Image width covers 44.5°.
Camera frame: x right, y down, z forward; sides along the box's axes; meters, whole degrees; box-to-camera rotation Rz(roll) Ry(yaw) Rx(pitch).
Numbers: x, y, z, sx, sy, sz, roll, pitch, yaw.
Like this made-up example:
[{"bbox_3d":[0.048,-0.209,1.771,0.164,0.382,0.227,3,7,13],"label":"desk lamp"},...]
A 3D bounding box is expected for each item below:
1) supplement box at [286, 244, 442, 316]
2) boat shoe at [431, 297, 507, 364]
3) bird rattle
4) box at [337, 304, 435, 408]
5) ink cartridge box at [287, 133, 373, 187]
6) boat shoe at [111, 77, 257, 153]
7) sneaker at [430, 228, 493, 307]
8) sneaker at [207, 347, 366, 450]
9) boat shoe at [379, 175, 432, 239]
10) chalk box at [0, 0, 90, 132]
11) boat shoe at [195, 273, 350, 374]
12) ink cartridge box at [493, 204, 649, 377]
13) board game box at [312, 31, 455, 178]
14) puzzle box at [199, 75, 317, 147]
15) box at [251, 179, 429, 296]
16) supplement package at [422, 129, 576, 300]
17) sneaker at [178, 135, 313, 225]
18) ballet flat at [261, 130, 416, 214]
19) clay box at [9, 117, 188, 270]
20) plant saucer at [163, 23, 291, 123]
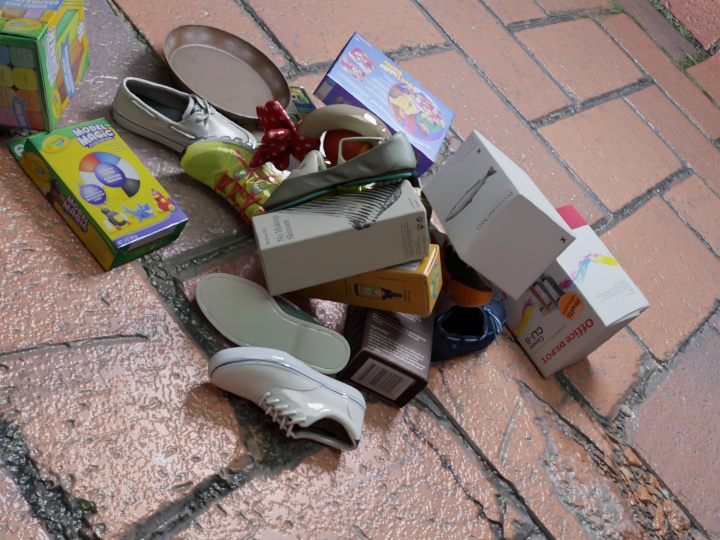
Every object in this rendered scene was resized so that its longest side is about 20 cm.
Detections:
[{"bbox_3d":[0.000,0.000,1.098,0.198,0.067,0.069,10,42,21],"label":"supplement box"},{"bbox_3d":[0.157,0.079,1.235,0.084,0.069,0.199,49,40,10],"label":"boat shoe"},{"bbox_3d":[-0.037,-0.158,1.129,0.200,0.162,0.113,46,38,-26],"label":"bird rattle"},{"bbox_3d":[0.038,0.067,1.149,0.099,0.075,0.201,28,42,-15],"label":"box"},{"bbox_3d":[-0.017,-0.170,1.302,0.116,0.068,0.200,54,44,-3],"label":"ink cartridge box"},{"bbox_3d":[-0.227,-0.201,1.169,0.198,0.066,0.073,22,53,-13],"label":"boat shoe"},{"bbox_3d":[0.156,-0.008,1.250,0.091,0.077,0.200,4,23,-19],"label":"sneaker"},{"bbox_3d":[-0.077,0.145,0.981,0.198,0.073,0.071,22,39,-23],"label":"sneaker"},{"bbox_3d":[0.067,-0.089,1.273,0.074,0.069,0.201,29,21,-28],"label":"boat shoe"},{"bbox_3d":[-0.404,-0.247,1.014,0.122,0.125,0.201,8,45,-3],"label":"chalk box"},{"bbox_3d":[-0.107,0.065,1.058,0.198,0.073,0.062,27,-3,-7],"label":"boat shoe"},{"bbox_3d":[0.303,0.030,1.339,0.144,0.146,0.201,-16,64,-46],"label":"ink cartridge box"},{"bbox_3d":[0.039,-0.248,1.311,0.199,0.045,0.135,38,45,-11],"label":"board game box"},{"bbox_3d":[-0.139,-0.227,1.315,0.199,0.025,0.134,-6,59,-42],"label":"puzzle box"},{"bbox_3d":[-0.023,-0.040,1.043,0.198,0.069,0.082,-15,36,-8],"label":"box"},{"bbox_3d":[0.182,-0.079,1.192,0.117,0.117,0.201,34,19,-28],"label":"supplement package"},{"bbox_3d":[-0.145,-0.105,1.156,0.198,0.078,0.091,22,44,-22],"label":"sneaker"},{"bbox_3d":[-0.031,-0.123,1.070,0.067,0.198,0.064,-24,99,-78],"label":"ballet flat"},{"bbox_3d":[-0.311,-0.104,1.043,0.200,0.048,0.115,49,40,9],"label":"clay box"},{"bbox_3d":[-0.194,-0.277,1.268,0.199,0.035,0.201,23,38,-19],"label":"plant saucer"}]
